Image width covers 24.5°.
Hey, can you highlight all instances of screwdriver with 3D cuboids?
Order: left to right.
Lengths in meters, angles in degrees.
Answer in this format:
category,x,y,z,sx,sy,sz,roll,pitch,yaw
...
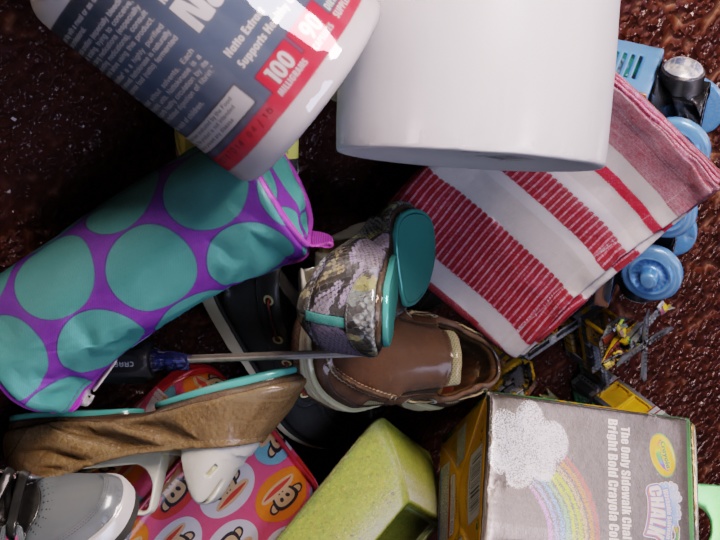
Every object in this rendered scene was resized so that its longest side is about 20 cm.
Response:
category,x,y,z,sx,sy,sz,roll,pitch,yaw
screwdriver,-0.089,0.057,0.998,0.028,0.197,0.029,54,41,-61

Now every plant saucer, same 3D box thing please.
category,x,y,z,sx,sy,sz,roll,pitch,yaw
plant saucer,-0.014,0.208,1.169,0.200,0.048,0.200,-50,162,-3

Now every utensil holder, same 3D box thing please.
category,x,y,z,sx,sy,sz,roll,pitch,yaw
utensil holder,0.067,-0.162,0.939,0.169,0.169,0.203,4,90,-40

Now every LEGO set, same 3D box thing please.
category,x,y,z,sx,sy,sz,roll,pitch,yaw
LEGO set,0.174,0.118,1.274,0.153,0.116,0.202,-26,129,-24

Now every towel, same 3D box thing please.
category,x,y,z,sx,sy,sz,roll,pitch,yaw
towel,0.114,-0.042,1.067,0.144,0.023,0.200,39,120,-12

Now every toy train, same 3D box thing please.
category,x,y,z,sx,sy,sz,roll,pitch,yaw
toy train,0.189,-0.067,1.179,0.087,0.113,0.202,-58,159,-49

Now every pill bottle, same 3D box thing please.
category,x,y,z,sx,sy,sz,roll,pitch,yaw
pill bottle,-0.099,-0.151,0.846,0.199,0.120,0.120,37,90,-12

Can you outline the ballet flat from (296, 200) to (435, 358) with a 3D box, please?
category,x,y,z,sx,sy,sz,roll,pitch,yaw
ballet flat,0.000,0.000,0.995,0.200,0.071,0.073,-51,163,-73

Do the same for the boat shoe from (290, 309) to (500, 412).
category,x,y,z,sx,sy,sz,roll,pitch,yaw
boat shoe,0.031,0.052,1.069,0.202,0.074,0.076,9,76,-61

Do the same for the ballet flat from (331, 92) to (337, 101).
category,x,y,z,sx,sy,sz,roll,pitch,yaw
ballet flat,0.029,-0.124,1.051,0.199,0.072,0.072,18,104,-43

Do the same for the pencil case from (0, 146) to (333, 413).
category,x,y,z,sx,sy,sz,roll,pitch,yaw
pencil case,-0.121,0.000,0.950,0.199,0.085,0.093,-32,104,10

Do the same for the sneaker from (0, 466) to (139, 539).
category,x,y,z,sx,sy,sz,roll,pitch,yaw
sneaker,-0.236,0.129,0.945,0.198,0.084,0.121,-18,127,13

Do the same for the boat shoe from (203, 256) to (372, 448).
category,x,y,z,sx,sy,sz,roll,pitch,yaw
boat shoe,-0.035,0.054,1.094,0.202,0.062,0.074,59,38,-43

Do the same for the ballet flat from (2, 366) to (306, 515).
category,x,y,z,sx,sy,sz,roll,pitch,yaw
ballet flat,-0.122,0.109,0.997,0.068,0.197,0.073,21,59,-77

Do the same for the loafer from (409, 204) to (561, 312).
category,x,y,z,sx,sy,sz,roll,pitch,yaw
loafer,0.105,-0.025,1.123,0.200,0.073,0.073,-44,165,30

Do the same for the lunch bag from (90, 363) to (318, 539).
category,x,y,z,sx,sy,sz,roll,pitch,yaw
lunch bag,-0.122,0.178,1.099,0.200,0.082,0.177,-44,135,-10

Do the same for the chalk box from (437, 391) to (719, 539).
category,x,y,z,sx,sy,sz,roll,pitch,yaw
chalk box,0.163,0.173,1.166,0.197,0.126,0.124,10,156,-11

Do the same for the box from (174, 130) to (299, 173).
category,x,y,z,sx,sy,sz,roll,pitch,yaw
box,-0.071,-0.152,0.952,0.074,0.050,0.202,-5,121,-13
